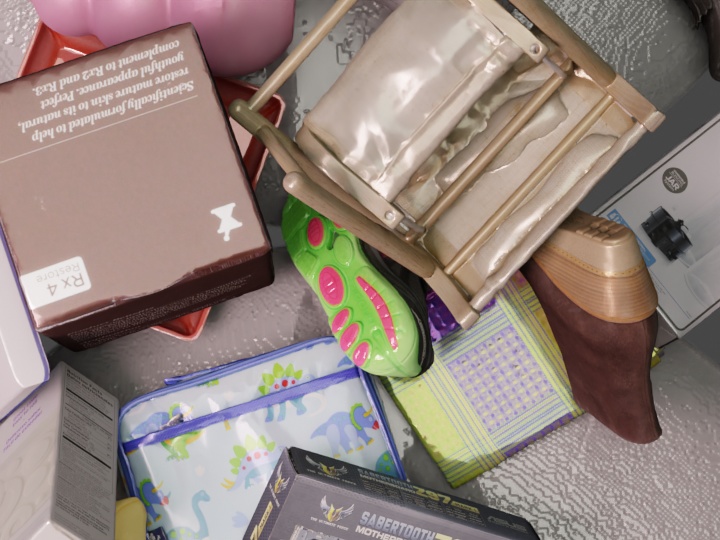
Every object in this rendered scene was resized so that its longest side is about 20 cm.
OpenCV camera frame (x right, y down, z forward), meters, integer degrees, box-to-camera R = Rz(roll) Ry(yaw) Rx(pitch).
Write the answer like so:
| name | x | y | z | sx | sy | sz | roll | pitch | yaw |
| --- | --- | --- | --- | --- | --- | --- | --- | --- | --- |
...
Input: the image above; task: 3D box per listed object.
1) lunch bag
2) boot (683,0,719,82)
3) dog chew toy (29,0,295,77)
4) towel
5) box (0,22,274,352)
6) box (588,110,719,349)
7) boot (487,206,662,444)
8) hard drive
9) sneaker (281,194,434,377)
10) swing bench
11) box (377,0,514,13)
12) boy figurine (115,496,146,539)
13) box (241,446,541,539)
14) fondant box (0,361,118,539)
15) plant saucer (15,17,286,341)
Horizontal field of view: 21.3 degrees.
| name | x | y | z | sx | sy | sz | roll | pitch | yaw |
| --- | --- | --- | --- | --- | --- | --- | --- | --- | --- |
| lunch bag | -0.075 | 0.141 | 1.404 | 0.200 | 0.082 | 0.161 | -16 | 81 | -4 |
| boot | 0.214 | -0.235 | 1.469 | 0.174 | 0.069 | 0.200 | 0 | 79 | 4 |
| dog chew toy | -0.147 | -0.207 | 1.405 | 0.200 | 0.125 | 0.125 | 3 | 83 | -1 |
| towel | 0.116 | 0.057 | 1.446 | 0.200 | 0.023 | 0.144 | -33 | 86 | -4 |
| box | -0.161 | -0.051 | 1.328 | 0.166 | 0.200 | 0.164 | -19 | 84 | -4 |
| box | 0.269 | -0.048 | 1.431 | 0.200 | 0.060 | 0.117 | -36 | 85 | -12 |
| boot | 0.144 | 0.025 | 1.390 | 0.072 | 0.200 | 0.167 | -22 | 119 | -23 |
| hard drive | -0.269 | 0.036 | 1.353 | 0.025 | 0.200 | 0.132 | -17 | 83 | -24 |
| sneaker | 0.000 | 0.000 | 1.418 | 0.077 | 0.084 | 0.200 | -29 | 58 | 17 |
| swing bench | 0.059 | -0.103 | 1.287 | 0.199 | 0.130 | 0.200 | -47 | 128 | 8 |
| box | 0.054 | -0.297 | 1.409 | 0.199 | 0.131 | 0.200 | 35 | 87 | 16 |
| boy figurine | -0.204 | 0.249 | 1.358 | 0.124 | 0.064 | 0.200 | 40 | 110 | 15 |
| box | 0.010 | 0.226 | 1.355 | 0.200 | 0.051 | 0.158 | 18 | 106 | -19 |
| fondant box | -0.232 | 0.174 | 1.316 | 0.058 | 0.200 | 0.144 | 37 | 108 | -21 |
| plant saucer | -0.181 | -0.070 | 1.448 | 0.200 | 0.037 | 0.200 | 20 | 83 | 1 |
